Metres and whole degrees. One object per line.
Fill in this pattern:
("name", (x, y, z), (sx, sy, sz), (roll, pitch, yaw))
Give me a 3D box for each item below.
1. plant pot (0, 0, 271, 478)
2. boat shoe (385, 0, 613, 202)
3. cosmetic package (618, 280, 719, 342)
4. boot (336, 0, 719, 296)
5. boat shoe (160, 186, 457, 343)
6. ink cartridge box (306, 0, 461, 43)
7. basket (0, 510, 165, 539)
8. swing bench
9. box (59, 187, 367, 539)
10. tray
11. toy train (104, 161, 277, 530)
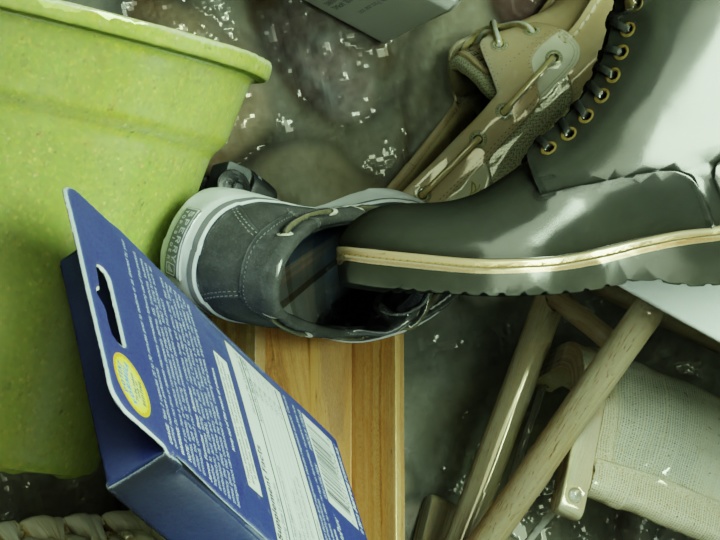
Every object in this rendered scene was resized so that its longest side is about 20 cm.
("plant pot", (-0.152, -0.017, 1.030), (0.200, 0.200, 0.185), (12, 90, -20))
("boat shoe", (0.074, -0.088, 1.181), (0.065, 0.072, 0.200), (36, 78, -15))
("cosmetic package", (0.201, -0.029, 1.113), (0.199, 0.200, 0.123), (29, 100, 2))
("boot", (0.085, -0.061, 0.986), (0.199, 0.077, 0.139), (-5, 93, -10))
("boat shoe", (0.000, 0.000, 1.051), (0.200, 0.066, 0.070), (11, 97, -57))
("ink cartridge box", (-0.029, -0.216, 1.147), (0.199, 0.084, 0.145), (27, 74, -16))
("basket", (-0.111, 0.205, 1.006), (0.123, 0.135, 0.201), (-8, 108, -25))
("swing bench", (0.145, 0.125, 1.145), (0.198, 0.130, 0.201), (25, 96, -18))
("box", (-0.058, 0.065, 0.955), (0.032, 0.121, 0.200), (-31, 133, 12))
("tray", (-0.025, 0.081, 1.103), (0.098, 0.037, 0.201), (17, 66, -46))
("toy train", (-0.074, 0.049, 1.125), (0.046, 0.034, 0.201), (23, 74, -30))
